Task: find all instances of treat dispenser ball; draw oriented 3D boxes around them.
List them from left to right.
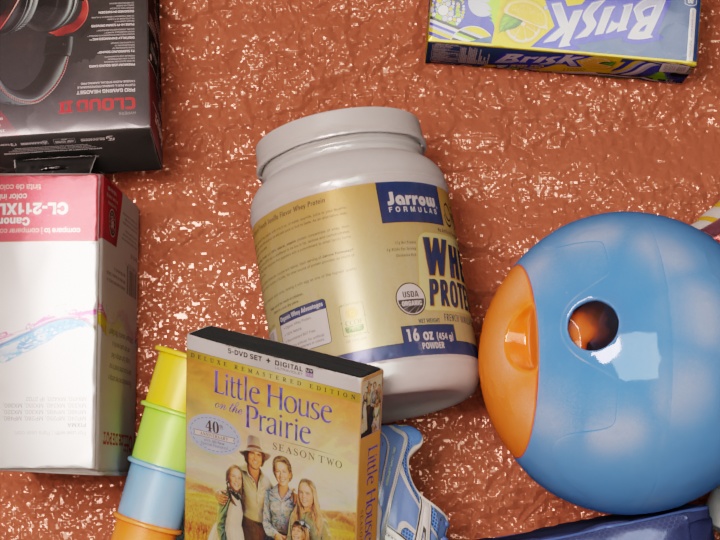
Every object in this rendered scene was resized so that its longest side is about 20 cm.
[{"bbox_3d":[0.179,0.062,1.162,0.199,0.201,0.203,0,83,0],"label":"treat dispenser ball"}]

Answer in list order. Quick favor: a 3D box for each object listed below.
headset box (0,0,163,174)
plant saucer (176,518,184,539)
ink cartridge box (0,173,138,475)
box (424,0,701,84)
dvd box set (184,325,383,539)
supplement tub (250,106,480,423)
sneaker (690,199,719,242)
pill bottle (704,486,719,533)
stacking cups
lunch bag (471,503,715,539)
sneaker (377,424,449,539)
[{"bbox_3d":[-0.220,-0.154,1.255,0.147,0.075,0.202,-3,69,0],"label":"headset box"},{"bbox_3d":[-0.068,0.204,1.252,0.199,0.039,0.203,0,84,1],"label":"plant saucer"},{"bbox_3d":[-0.208,0.043,1.217,0.082,0.146,0.202,0,83,2],"label":"ink cartridge box"},{"bbox_3d":[0.149,-0.186,1.285,0.198,0.064,0.071,5,83,0],"label":"box"},{"bbox_3d":[-0.054,0.148,1.156,0.145,0.029,0.202,13,109,31],"label":"dvd box set"},{"bbox_3d":[0.000,0.000,1.217,0.143,0.144,0.202,-10,77,-1],"label":"supplement tub"},{"bbox_3d":[0.274,-0.017,1.265,0.199,0.090,0.075,-33,92,22],"label":"sneaker"},{"bbox_3d":[0.317,0.103,1.225,0.112,0.113,0.201,26,84,3],"label":"pill bottle"},{"bbox_3d":[-0.147,0.155,1.211,0.060,0.061,0.202,18,85,2],"label":"stacking cups"},{"bbox_3d":[0.153,0.242,1.197,0.198,0.136,0.134,-10,83,-1],"label":"lunch bag"},{"bbox_3d":[0.029,0.201,1.194,0.076,0.076,0.202,-16,94,-13],"label":"sneaker"}]
